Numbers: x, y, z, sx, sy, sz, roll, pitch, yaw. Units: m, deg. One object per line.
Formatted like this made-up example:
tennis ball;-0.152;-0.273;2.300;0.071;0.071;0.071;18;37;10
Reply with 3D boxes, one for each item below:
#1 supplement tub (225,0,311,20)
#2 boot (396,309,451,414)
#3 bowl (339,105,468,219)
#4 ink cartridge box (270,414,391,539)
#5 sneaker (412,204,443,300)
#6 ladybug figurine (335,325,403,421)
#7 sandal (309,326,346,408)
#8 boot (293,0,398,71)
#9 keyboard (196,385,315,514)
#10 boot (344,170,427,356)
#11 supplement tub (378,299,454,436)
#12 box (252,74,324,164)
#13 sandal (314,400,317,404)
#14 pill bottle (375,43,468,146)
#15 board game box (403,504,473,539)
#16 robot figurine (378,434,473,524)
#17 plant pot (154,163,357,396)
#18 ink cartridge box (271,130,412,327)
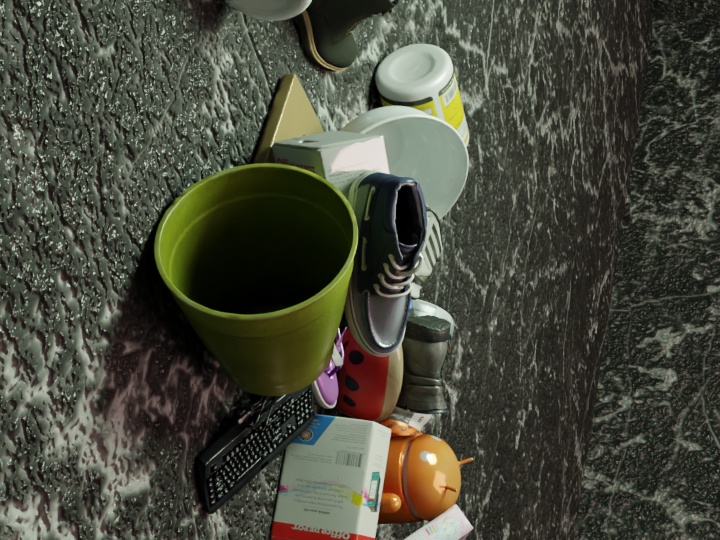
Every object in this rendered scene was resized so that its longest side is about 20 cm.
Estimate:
supplement tub;-0.081;-0.376;1.284;0.123;0.122;0.200;66;36;-49
boot;0.049;0.116;1.607;0.070;0.200;0.132;-3;103;-25
bowl;0.029;-0.134;1.518;0.201;0.201;0.090;69;-5;-46
ink cartridge box;-0.039;0.285;1.498;0.067;0.116;0.200;38;59;-63
sneaker;0.022;-0.054;1.489;0.200;0.076;0.115;30;91;-35
ladybug figurine;0.000;0.123;1.565;0.200;0.072;0.136;103;-33;-47
sandal;-0.044;0.070;1.456;0.082;0.050;0.203;-29;111;-68
boot;-0.004;-0.307;1.464;0.200;0.138;0.078;49;49;-62
keyboard;-0.109;0.186;1.359;0.200;0.040;0.104;-41;130;-44
boot;0.029;-0.002;1.245;0.073;0.090;0.200;-10;102;-24
supplement tub;0.058;0.150;1.710;0.123;0.122;0.200;55;43;-57
box;-0.086;-0.108;1.447;0.164;0.021;0.200;62;37;-54
sandal;-0.076;0.122;1.478;0.200;0.043;0.076;27;68;-66
pill bottle;0.096;-0.222;1.759;0.200;0.112;0.113;70;32;-45
board game box;0.039;0.403;1.566;0.199;0.043;0.200;-30;160;-23
robot figurine;0.047;0.276;1.590;0.144;0.200;0.117;38;49;-55
plant pot;-0.097;0.028;1.248;0.193;0.200;0.200;85;21;-50
ink cartridge box;-0.022;-0.052;1.345;0.084;0.145;0.200;-16;104;-22
